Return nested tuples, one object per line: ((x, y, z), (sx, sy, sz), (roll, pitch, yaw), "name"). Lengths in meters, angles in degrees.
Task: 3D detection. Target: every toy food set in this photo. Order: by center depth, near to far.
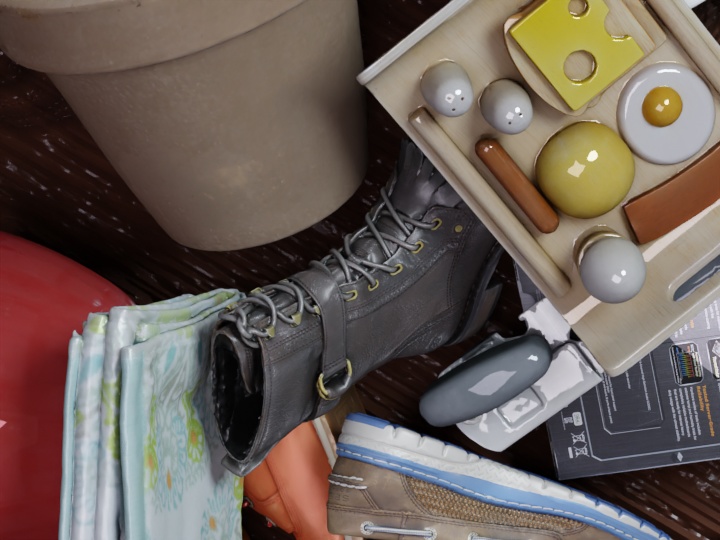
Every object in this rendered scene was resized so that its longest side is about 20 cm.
((0.113, -0.064, 1.253), (0.143, 0.060, 0.200), (-39, 110, 6), "toy food set")

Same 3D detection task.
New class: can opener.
((0.122, 0.026, 1.336), (0.200, 0.066, 0.053), (-36, 94, 14), "can opener")

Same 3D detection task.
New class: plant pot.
((-0.075, -0.109, 1.333), (0.200, 0.200, 0.175), (-11, 120, 14), "plant pot")

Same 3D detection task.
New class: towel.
((-0.099, 0.111, 1.330), (0.048, 0.171, 0.200), (5, 96, 17), "towel")

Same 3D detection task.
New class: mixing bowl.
((-0.166, 0.074, 1.377), (0.108, 0.200, 0.200), (4, 106, 13), "mixing bowl")

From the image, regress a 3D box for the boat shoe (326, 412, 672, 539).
((0.072, 0.138, 1.398), (0.200, 0.072, 0.072), (20, 86, -14), "boat shoe")

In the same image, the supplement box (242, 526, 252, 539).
((-0.121, 0.245, 1.487), (0.200, 0.074, 0.126), (-34, 96, 18), "supplement box")

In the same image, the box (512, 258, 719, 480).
((0.162, 0.000, 1.376), (0.158, 0.048, 0.200), (-10, 104, 13), "box")

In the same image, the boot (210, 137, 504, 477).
((0.000, 0.000, 1.319), (0.069, 0.174, 0.200), (35, 135, 33), "boot")

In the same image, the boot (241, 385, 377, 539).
((-0.040, 0.111, 1.440), (0.107, 0.075, 0.200), (-15, 95, 19), "boot")

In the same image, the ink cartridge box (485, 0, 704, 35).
((0.096, -0.208, 1.276), (0.146, 0.084, 0.200), (-30, 112, 2), "ink cartridge box")
